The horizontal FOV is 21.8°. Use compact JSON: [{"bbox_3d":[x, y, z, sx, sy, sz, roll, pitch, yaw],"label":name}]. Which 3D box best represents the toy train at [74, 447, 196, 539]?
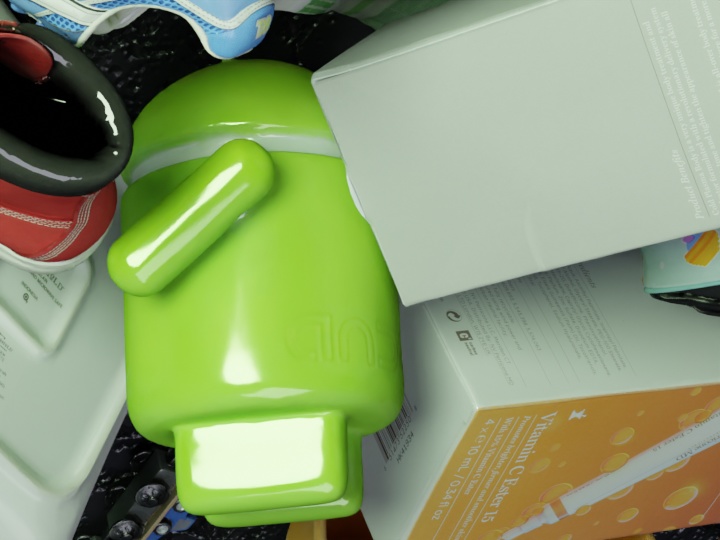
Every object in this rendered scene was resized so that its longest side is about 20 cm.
[{"bbox_3d":[-0.140,0.167,1.014,0.046,0.034,0.200,20,122,-30],"label":"toy train"}]

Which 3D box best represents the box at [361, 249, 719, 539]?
[{"bbox_3d":[0.101,0.061,0.909,0.199,0.098,0.125,-4,138,-27],"label":"box"}]

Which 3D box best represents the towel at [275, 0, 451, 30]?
[{"bbox_3d":[0.027,-0.124,0.725,0.152,0.024,0.200,-14,174,28],"label":"towel"}]

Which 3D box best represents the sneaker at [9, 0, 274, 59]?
[{"bbox_3d":[-0.115,-0.117,0.642,0.199,0.076,0.078,10,114,27],"label":"sneaker"}]

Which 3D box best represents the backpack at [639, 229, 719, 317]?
[{"bbox_3d":[0.211,-0.056,0.822,0.199,0.176,0.155,-17,92,24],"label":"backpack"}]

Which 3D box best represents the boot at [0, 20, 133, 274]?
[{"bbox_3d":[-0.171,-0.078,0.658,0.199,0.073,0.144,29,163,-4],"label":"boot"}]

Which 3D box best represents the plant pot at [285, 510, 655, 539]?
[{"bbox_3d":[0.035,0.197,0.990,0.199,0.201,0.184,11,140,-21],"label":"plant pot"}]

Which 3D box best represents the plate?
[{"bbox_3d":[-0.146,0.004,0.786,0.032,0.201,0.200,-3,139,35],"label":"plate"}]

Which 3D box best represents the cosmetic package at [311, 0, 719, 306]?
[{"bbox_3d":[0.093,-0.066,0.727,0.199,0.090,0.108,-12,108,32],"label":"cosmetic package"}]

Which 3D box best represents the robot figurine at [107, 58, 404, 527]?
[{"bbox_3d":[-0.042,0.003,0.782,0.115,0.202,0.176,-6,165,9],"label":"robot figurine"}]

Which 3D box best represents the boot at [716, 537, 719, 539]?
[{"bbox_3d":[0.265,0.120,1.049,0.154,0.074,0.200,-28,126,15],"label":"boot"}]
